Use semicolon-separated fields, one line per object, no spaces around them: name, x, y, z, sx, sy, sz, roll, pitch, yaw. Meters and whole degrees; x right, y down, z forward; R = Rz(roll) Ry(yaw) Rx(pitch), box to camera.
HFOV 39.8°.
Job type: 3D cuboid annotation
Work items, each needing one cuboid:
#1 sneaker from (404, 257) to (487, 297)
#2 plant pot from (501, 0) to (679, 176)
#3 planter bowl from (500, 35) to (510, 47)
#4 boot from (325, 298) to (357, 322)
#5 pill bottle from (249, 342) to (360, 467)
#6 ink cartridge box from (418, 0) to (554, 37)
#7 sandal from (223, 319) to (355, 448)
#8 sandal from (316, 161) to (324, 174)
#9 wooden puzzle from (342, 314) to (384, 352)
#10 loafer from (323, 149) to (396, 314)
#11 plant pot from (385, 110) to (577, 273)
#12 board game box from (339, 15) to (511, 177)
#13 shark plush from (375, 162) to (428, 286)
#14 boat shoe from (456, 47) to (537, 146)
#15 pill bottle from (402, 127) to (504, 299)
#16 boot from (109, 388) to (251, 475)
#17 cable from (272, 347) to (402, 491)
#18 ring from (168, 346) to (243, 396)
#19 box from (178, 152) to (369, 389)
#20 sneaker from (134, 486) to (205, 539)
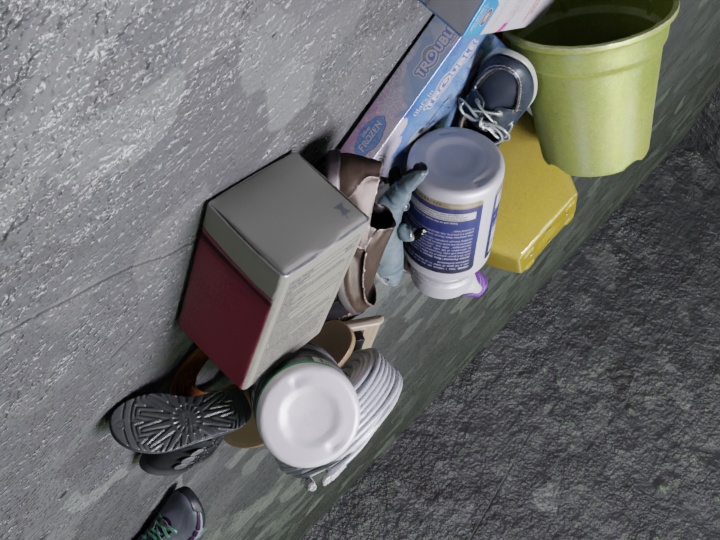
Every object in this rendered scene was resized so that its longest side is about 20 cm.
sneaker;0.095;-0.014;1.358;0.083;0.200;0.081;24;103;-43
plant pot;0.270;-0.221;1.165;0.200;0.199;0.186;-39;133;-31
planter bowl;0.272;-0.328;1.278;0.200;0.083;0.201;-44;165;-15
boot;0.000;0.000;1.318;0.199;0.073;0.151;-35;163;-11
pill bottle;-0.069;0.143;1.134;0.113;0.113;0.200;-47;-170;-3
ink cartridge box;0.151;-0.308;1.004;0.199;0.068;0.116;-26;154;-54
sandal;-0.083;0.154;1.282;0.212;0.078;0.070;-44;161;-1
sandal;-0.035;-0.059;1.137;0.075;0.048;0.201;-43;163;-26
wooden puzzle;-0.070;0.133;1.398;0.183;0.038;0.201;-9;151;-21
loafer;0.004;-0.035;1.057;0.073;0.070;0.201;-87;172;-49
plant pot;0.180;-0.108;1.338;0.196;0.200;0.194;-47;165;0
board game box;0.080;-0.195;1.137;0.201;0.043;0.199;-53;164;15
shark plush;0.040;-0.061;1.126;0.091;0.083;0.201;-54;175;-49
boat shoe;0.147;-0.182;1.144;0.062;0.074;0.200;-56;178;-20
pill bottle;0.104;-0.060;1.174;0.111;0.111;0.201;-40;151;-29
boot;-0.234;0.200;1.193;0.163;0.066;0.200;-1;161;-26
cable;-0.036;0.186;1.305;0.200;0.069;0.200;-45;-168;-16
ring;-0.145;0.113;1.231;0.199;0.019;0.201;-31;155;-16
box;-0.093;0.003;1.010;0.128;0.109;0.201;-36;160;-38
sneaker;-0.301;0.408;1.517;0.087;0.074;0.201;-26;155;-44
